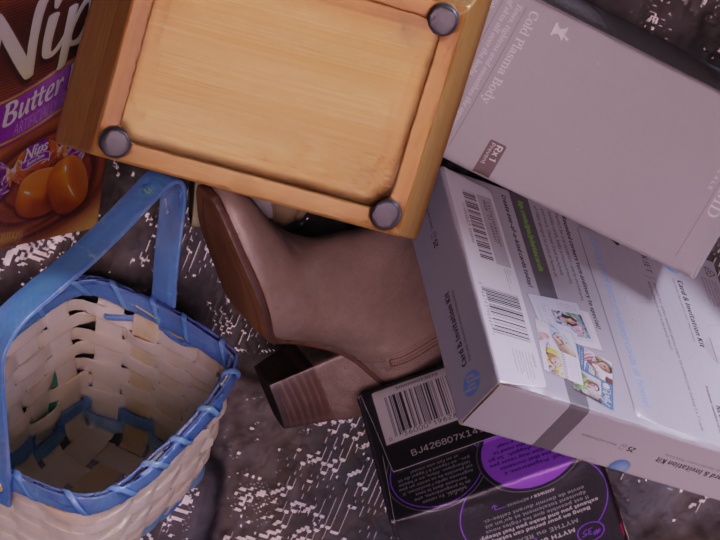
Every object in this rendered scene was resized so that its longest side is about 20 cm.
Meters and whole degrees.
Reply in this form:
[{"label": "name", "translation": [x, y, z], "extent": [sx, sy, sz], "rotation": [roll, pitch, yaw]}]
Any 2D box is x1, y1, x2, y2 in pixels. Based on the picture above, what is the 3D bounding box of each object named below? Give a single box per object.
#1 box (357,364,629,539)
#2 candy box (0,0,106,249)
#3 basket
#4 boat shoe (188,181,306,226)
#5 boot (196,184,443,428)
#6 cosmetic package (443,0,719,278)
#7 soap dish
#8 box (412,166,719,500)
[{"label": "box", "translation": [0.088, 0.150, 1.573], "extent": [0.122, 0.106, 0.200], "rotation": [-18, 132, 3]}, {"label": "candy box", "translation": [-0.185, -0.112, 1.464], "extent": [0.117, 0.056, 0.200], "rotation": [-16, 122, -48]}, {"label": "basket", "translation": [-0.152, 0.063, 1.495], "extent": [0.139, 0.176, 0.200], "rotation": [27, 132, 18]}, {"label": "boat shoe", "translation": [-0.051, -0.114, 1.503], "extent": [0.068, 0.075, 0.200], "rotation": [4, 122, -8]}, {"label": "boot", "translation": [0.000, 0.000, 1.536], "extent": [0.146, 0.070, 0.200], "rotation": [-26, 133, -10]}, {"label": "cosmetic package", "translation": [0.119, -0.089, 1.518], "extent": [0.200, 0.090, 0.107], "rotation": [24, 105, -11]}, {"label": "soap dish", "translation": [-0.043, -0.107, 1.413], "extent": [0.200, 0.081, 0.157], "rotation": [15, 108, -7]}, {"label": "box", "translation": [0.127, 0.036, 1.503], "extent": [0.200, 0.156, 0.041], "rotation": [16, 132, -31]}]
